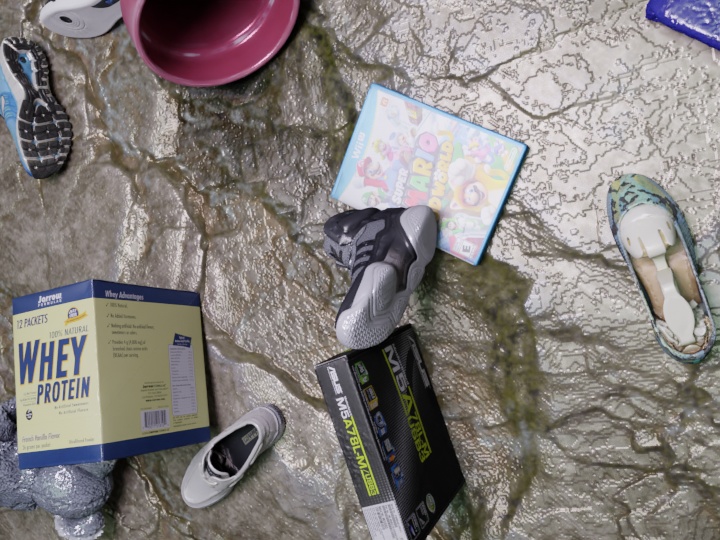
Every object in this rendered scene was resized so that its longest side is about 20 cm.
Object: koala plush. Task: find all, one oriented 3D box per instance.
[{"bbox_3d":[-0.443,0.290,0.988,0.198,0.184,0.179,22,104,7],"label":"koala plush"}]

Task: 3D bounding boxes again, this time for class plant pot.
[{"bbox_3d":[-0.193,-0.351,0.810,0.199,0.199,0.180,-38,65,21],"label":"plant pot"}]

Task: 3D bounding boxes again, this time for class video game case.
[{"bbox_3d":[0.074,-0.113,0.799,0.198,0.018,0.145,27,105,19],"label":"video game case"}]

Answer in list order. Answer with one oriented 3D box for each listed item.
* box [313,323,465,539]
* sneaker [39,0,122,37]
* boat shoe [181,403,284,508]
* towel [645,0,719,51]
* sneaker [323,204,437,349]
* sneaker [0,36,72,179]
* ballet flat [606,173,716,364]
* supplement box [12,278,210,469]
[{"bbox_3d":[0.039,0.171,0.747,0.047,0.193,0.202,-21,86,26],"label":"box"},{"bbox_3d":[-0.352,-0.394,0.937,0.198,0.073,0.114,-5,74,33],"label":"sneaker"},{"bbox_3d":[-0.181,0.254,0.917,0.200,0.066,0.072,-40,80,21],"label":"boat shoe"},{"bbox_3d":[0.380,-0.297,0.639,0.147,0.049,0.201,38,109,23],"label":"towel"},{"bbox_3d":[0.000,0.000,0.746,0.113,0.201,0.076,9,136,29],"label":"sneaker"},{"bbox_3d":[-0.484,-0.229,1.012,0.089,0.078,0.203,-17,85,42],"label":"sneaker"},{"bbox_3d":[0.300,-0.004,0.686,0.074,0.074,0.202,-25,85,23],"label":"ballet flat"},{"bbox_3d":[-0.307,0.129,0.872,0.133,0.200,0.203,-11,80,23],"label":"supplement box"}]
